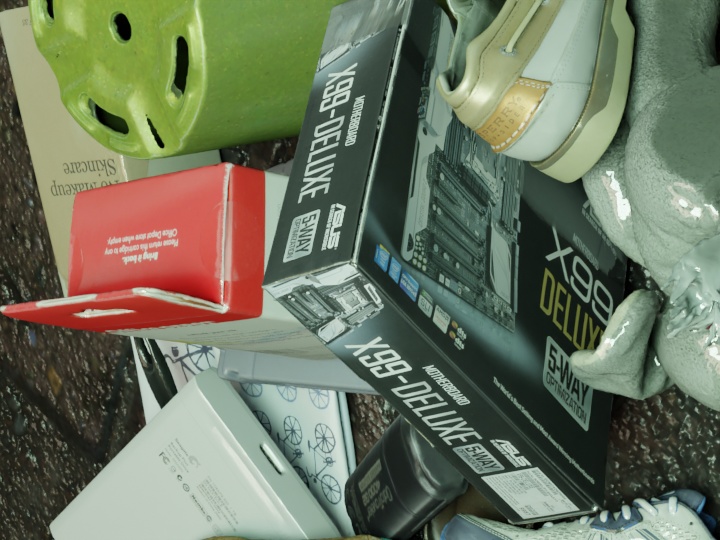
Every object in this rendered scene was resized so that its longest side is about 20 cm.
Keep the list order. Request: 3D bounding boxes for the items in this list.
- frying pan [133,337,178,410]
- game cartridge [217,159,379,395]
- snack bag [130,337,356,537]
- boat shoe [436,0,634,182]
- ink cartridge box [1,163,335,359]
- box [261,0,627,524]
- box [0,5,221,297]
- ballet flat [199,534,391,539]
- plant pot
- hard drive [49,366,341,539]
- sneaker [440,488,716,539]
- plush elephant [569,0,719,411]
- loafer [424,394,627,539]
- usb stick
[{"bbox_3d":[-0.105,0.133,1.134,0.190,0.031,0.115,55,133,11],"label":"frying pan"},{"bbox_3d":[0.000,0.000,0.974,0.200,0.041,0.133,2,85,46],"label":"game cartridge"},{"bbox_3d":[-0.077,0.111,1.140,0.200,0.021,0.189,6,110,43],"label":"snack bag"},{"bbox_3d":[0.076,-0.131,0.775,0.068,0.200,0.075,23,135,-18],"label":"boat shoe"},{"bbox_3d":[-0.054,-0.002,0.846,0.116,0.200,0.067,-7,77,45],"label":"ink cartridge box"},{"bbox_3d":[0.047,-0.004,0.798,0.050,0.158,0.200,-15,136,33],"label":"box"},{"bbox_3d":[-0.142,-0.070,1.093,0.095,0.078,0.200,-3,103,44],"label":"box"},{"bbox_3d":[-0.059,0.189,1.020,0.200,0.072,0.068,-9,108,40],"label":"ballet flat"},{"bbox_3d":[-0.049,-0.135,0.864,0.200,0.190,0.200,22,124,37],"label":"plant pot"},{"bbox_3d":[-0.106,0.163,1.113,0.132,0.027,0.200,53,131,8],"label":"hard drive"},{"bbox_3d":[0.138,0.147,0.895,0.200,0.077,0.085,16,78,21],"label":"sneaker"},{"bbox_3d":[0.167,-0.010,0.764,0.165,0.200,0.155,12,144,19],"label":"plush elephant"},{"bbox_3d":[0.075,0.094,0.947,0.073,0.071,0.200,43,131,25],"label":"loafer"},{"bbox_3d":[0.023,0.115,0.975,0.200,0.033,0.056,119,134,-70],"label":"usb stick"}]
